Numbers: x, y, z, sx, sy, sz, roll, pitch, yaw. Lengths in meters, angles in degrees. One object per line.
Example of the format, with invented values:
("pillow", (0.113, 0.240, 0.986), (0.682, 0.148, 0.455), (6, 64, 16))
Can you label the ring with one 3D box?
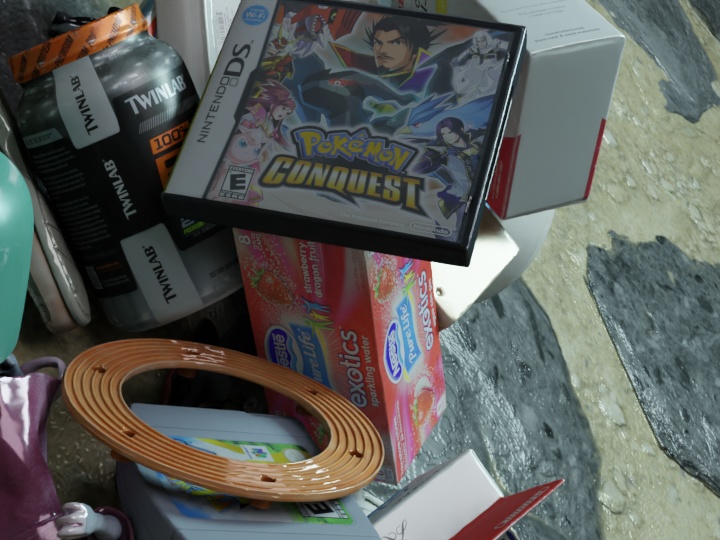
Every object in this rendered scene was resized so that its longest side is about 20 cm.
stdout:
("ring", (-0.083, 0.091, 0.845), (0.199, 0.019, 0.201), (16, 16, -5))

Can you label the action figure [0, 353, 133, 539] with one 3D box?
("action figure", (-0.191, 0.160, 0.794), (0.201, 0.134, 0.149), (55, 5, 3))

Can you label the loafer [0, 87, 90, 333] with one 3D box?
("loafer", (-0.242, -0.042, 0.937), (0.072, 0.063, 0.201), (82, -16, -75))

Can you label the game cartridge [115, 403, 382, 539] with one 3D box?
("game cartridge", (-0.070, 0.135, 0.812), (0.132, 0.041, 0.200), (4, 20, -25))

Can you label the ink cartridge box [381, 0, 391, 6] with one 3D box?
("ink cartridge box", (-0.030, -0.272, 1.264), (0.147, 0.200, 0.083), (46, 34, -11))

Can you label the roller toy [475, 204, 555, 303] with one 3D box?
("roller toy", (0.066, -0.074, 1.220), (0.139, 0.182, 0.201), (22, 44, -37))

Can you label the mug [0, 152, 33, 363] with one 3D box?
("mug", (-0.269, -0.028, 0.784), (0.151, 0.115, 0.185), (-12, 35, -45))

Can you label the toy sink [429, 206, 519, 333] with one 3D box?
("toy sink", (0.000, 0.000, 1.088), (0.131, 0.200, 0.112), (50, 51, -5))

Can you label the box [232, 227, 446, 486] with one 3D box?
("box", (-0.011, 0.036, 0.969), (0.095, 0.102, 0.201), (-51, 142, -47))

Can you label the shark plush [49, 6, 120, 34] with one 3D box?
("shark plush", (-0.153, -0.156, 1.136), (0.200, 0.091, 0.084), (32, 70, -38))

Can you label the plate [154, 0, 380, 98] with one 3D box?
("plate", (-0.059, -0.181, 1.063), (0.199, 0.032, 0.201), (-4, 90, -30))

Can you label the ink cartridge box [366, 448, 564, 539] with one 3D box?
("ink cartridge box", (0.009, 0.181, 0.857), (0.199, 0.176, 0.045), (-34, 86, -26))

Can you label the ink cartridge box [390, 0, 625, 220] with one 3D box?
("ink cartridge box", (0.099, -0.157, 1.056), (0.083, 0.146, 0.200), (-14, 43, -22))

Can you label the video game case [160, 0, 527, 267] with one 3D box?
("video game case", (-0.007, -0.098, 0.903), (0.026, 0.199, 0.182), (80, 23, -57))

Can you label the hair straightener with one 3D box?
("hair straightener", (-0.109, 0.090, 0.950), (0.200, 0.076, 0.041), (-56, 132, -56))

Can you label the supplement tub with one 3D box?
("supplement tub", (-0.155, -0.071, 0.955), (0.123, 0.122, 0.201), (-45, 116, -57))

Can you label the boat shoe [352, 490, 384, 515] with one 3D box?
("boat shoe", (-0.041, 0.166, 0.975), (0.199, 0.072, 0.066), (25, 38, -37))

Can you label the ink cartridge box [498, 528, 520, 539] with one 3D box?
("ink cartridge box", (0.083, 0.282, 0.904), (0.041, 0.200, 0.200), (-18, 75, -55))

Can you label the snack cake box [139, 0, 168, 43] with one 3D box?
("snack cake box", (-0.128, -0.161, 1.079), (0.115, 0.067, 0.201), (38, 69, -20))
